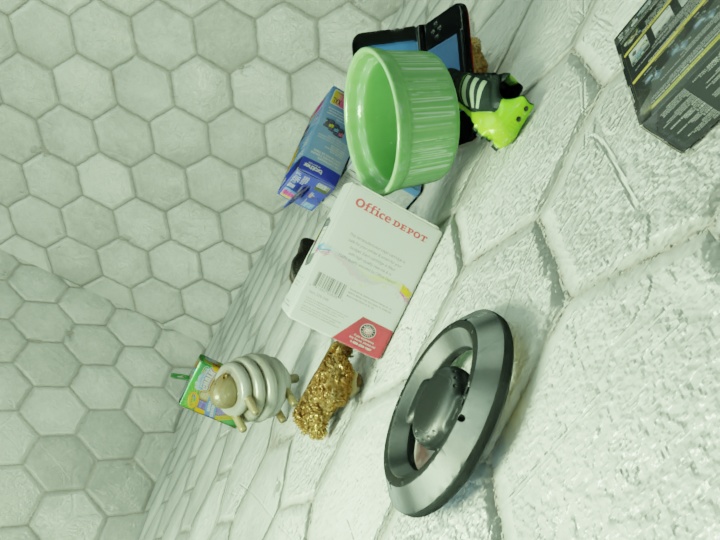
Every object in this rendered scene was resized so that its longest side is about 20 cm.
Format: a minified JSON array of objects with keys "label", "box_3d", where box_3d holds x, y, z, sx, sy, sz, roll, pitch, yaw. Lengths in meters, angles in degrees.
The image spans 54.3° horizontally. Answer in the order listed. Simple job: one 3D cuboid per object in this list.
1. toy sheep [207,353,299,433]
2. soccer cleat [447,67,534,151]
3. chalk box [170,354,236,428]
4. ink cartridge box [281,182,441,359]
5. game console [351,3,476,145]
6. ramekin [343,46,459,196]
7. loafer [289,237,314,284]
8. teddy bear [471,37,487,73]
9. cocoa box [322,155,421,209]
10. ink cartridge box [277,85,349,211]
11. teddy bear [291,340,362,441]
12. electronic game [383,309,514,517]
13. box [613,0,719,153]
[{"label":"toy sheep","box_3d":[-0.189,0.216,1.283,0.137,0.199,0.139,-1,88,41]},{"label":"soccer cleat","box_3d":[0.166,-0.230,0.927,0.081,0.067,0.200,-48,35,19]},{"label":"chalk box","box_3d":[-0.383,0.294,1.782,0.124,0.199,0.124,-64,13,-4]},{"label":"ink cartridge box","box_3d":[0.000,0.000,0.975,0.201,0.147,0.086,-63,13,-3]},{"label":"game console","box_3d":[0.080,-0.282,1.065,0.172,0.118,0.201,177,87,-66]},{"label":"ramekin","box_3d":[0.056,-0.207,0.971,0.200,0.097,0.201,170,90,-71]},{"label":"loafer","box_3d":[-0.134,-0.006,1.718,0.200,0.073,0.071,-77,8,-62]},{"label":"teddy bear","box_3d":[0.150,-0.333,1.184,0.145,0.066,0.200,-60,13,22]},{"label":"cocoa box","box_3d":[0.034,-0.192,1.250,0.131,0.133,0.201,-49,20,45]},{"label":"ink cartridge box","box_3d":[-0.071,-0.191,1.201,0.136,0.076,0.201,-31,37,65]},{"label":"teddy bear","box_3d":[-0.046,0.177,1.025,0.200,0.067,0.145,-60,2,43]},{"label":"electronic game","box_3d":[0.078,0.128,0.648,0.201,0.041,0.200,-59,12,20]},{"label":"box","box_3d":[0.278,-0.208,0.513,0.200,0.049,0.162,-53,15,38]}]
